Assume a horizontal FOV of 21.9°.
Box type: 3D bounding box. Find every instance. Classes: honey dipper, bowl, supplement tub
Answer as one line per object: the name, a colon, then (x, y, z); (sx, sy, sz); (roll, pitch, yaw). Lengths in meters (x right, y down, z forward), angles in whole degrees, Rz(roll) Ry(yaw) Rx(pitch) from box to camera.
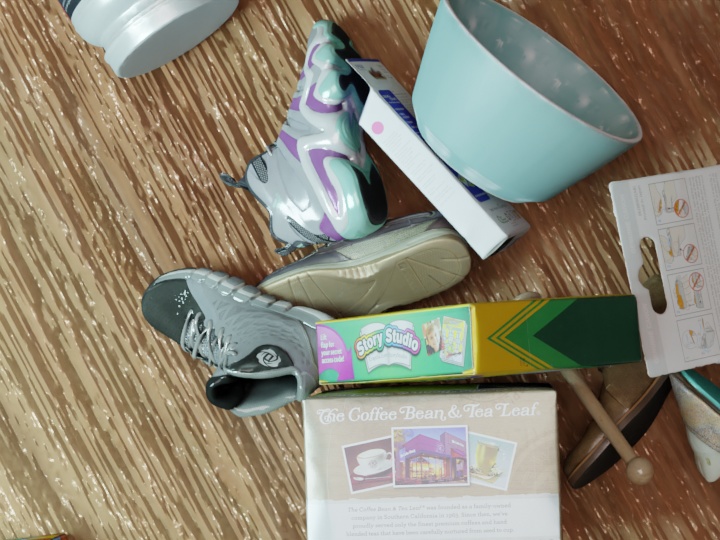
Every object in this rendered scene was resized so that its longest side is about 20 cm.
honey dipper: (0.183, 0.097, 1.532); (0.038, 0.038, 0.200); (-37, 54, 3)
bowl: (0.122, -0.130, 1.532); (0.201, 0.201, 0.105); (38, 110, 5)
supplement tub: (-0.206, -0.279, 1.575); (0.140, 0.140, 0.200); (-33, 85, 3)

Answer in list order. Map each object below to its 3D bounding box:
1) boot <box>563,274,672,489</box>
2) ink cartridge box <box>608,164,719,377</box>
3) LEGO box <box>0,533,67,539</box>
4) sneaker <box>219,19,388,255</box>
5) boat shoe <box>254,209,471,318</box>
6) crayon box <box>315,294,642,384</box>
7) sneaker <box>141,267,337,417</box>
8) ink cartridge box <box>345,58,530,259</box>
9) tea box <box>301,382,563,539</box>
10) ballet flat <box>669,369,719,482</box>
boot: (0.223, 0.092, 1.568); (0.075, 0.074, 0.200); (36, 83, 17)
ink cartridge box: (0.288, -0.003, 1.524); (0.199, 0.050, 0.163); (-10, 87, -26)
LEGO box: (-0.350, 0.311, 1.596); (0.199, 0.077, 0.150); (-6, 87, 5)
sneaker: (-0.060, -0.109, 1.591); (0.139, 0.078, 0.201); (-18, 64, 24)
boat shoe: (0.000, 0.000, 1.586); (0.199, 0.065, 0.072); (-20, 123, 18)
crayon box: (0.091, 0.057, 1.477); (0.172, 0.200, 0.059); (-3, 86, -36)
sneaker: (-0.117, 0.063, 1.544); (0.199, 0.116, 0.075); (13, 125, 24)
ink cartridge box: (0.058, -0.096, 1.565); (0.037, 0.095, 0.200); (-42, 83, 17)
tea box: (0.061, 0.160, 1.508); (0.199, 0.197, 0.134); (-2, 87, 5)
ballet flat: (0.319, 0.155, 1.534); (0.200, 0.068, 0.067); (34, 104, -12)
